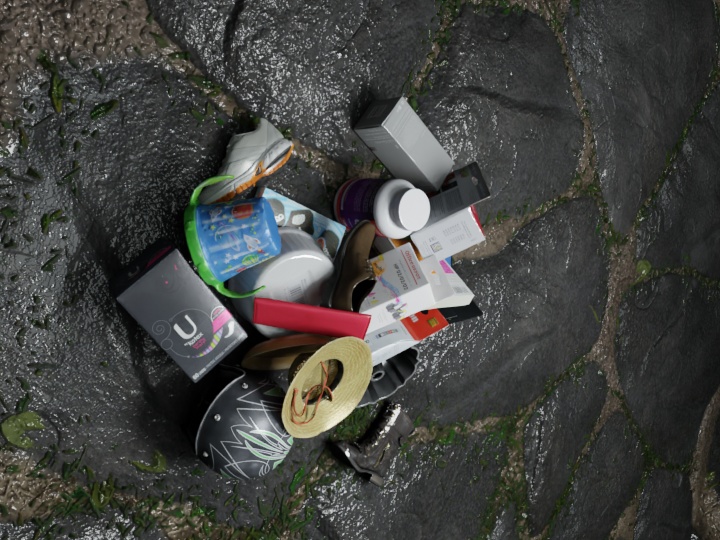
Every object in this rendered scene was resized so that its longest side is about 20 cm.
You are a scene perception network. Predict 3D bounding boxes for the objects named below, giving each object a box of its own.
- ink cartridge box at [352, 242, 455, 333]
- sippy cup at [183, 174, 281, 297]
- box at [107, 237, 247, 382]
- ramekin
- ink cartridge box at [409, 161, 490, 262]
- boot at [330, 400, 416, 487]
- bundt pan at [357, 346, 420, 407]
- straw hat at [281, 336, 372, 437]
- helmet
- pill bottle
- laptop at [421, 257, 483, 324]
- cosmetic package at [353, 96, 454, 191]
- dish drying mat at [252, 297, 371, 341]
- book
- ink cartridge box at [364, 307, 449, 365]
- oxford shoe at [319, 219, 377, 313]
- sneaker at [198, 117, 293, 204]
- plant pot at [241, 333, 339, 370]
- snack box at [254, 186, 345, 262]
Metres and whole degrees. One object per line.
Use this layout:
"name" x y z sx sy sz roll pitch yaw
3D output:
"ink cartridge box" 0.064 0.027 1.165 0.198 0.116 0.068 -23 138 0
"sippy cup" -0.203 -0.058 1.020 0.128 0.141 0.179 -14 131 3
"box" -0.303 0.065 1.037 0.122 0.106 0.201 -42 119 -14
"ramekin" -0.134 0.032 1.141 0.198 0.098 0.203 -13 119 -25
"ink cartridge box" 0.190 -0.122 1.285 0.174 0.201 0.084 -25 117 15
"boot" 0.033 0.365 1.375 0.175 0.069 0.200 -57 132 -18
"bundt pan" 0.020 0.191 1.286 0.199 0.076 0.204 -19 139 -17
"straw hat" -0.079 0.185 1.091 0.199 0.085 0.204 -23 127 -35
"helmet" -0.207 0.268 1.091 0.198 0.190 0.203 -9 105 -35
"pill bottle" 0.041 -0.122 1.214 0.111 0.199 0.114 -6 101 -35
"laptop" 0.178 0.012 1.397 0.175 0.201 0.104 -10 140 -34
"cosmetic package" 0.093 -0.257 1.292 0.200 0.106 0.091 45 69 -30
"dish drying mat" -0.084 0.082 1.059 0.197 0.077 0.018 10 53 -6
"book" 0.130 -0.006 1.285 0.132 0.201 0.048 -2 133 -37
"ink cartridge box" 0.048 0.086 1.208 0.198 0.163 0.050 -27 139 -11
"oxford shoe" 0.000 0.000 1.117 0.073 0.083 0.202 48 53 -53
"sneaker" -0.218 -0.188 1.103 0.199 0.076 0.092 -40 87 -12
"plant pot" -0.123 0.149 1.153 0.198 0.199 0.028 5 67 -37
"snack box" -0.129 -0.067 1.197 0.198 0.037 0.118 23 85 -37
